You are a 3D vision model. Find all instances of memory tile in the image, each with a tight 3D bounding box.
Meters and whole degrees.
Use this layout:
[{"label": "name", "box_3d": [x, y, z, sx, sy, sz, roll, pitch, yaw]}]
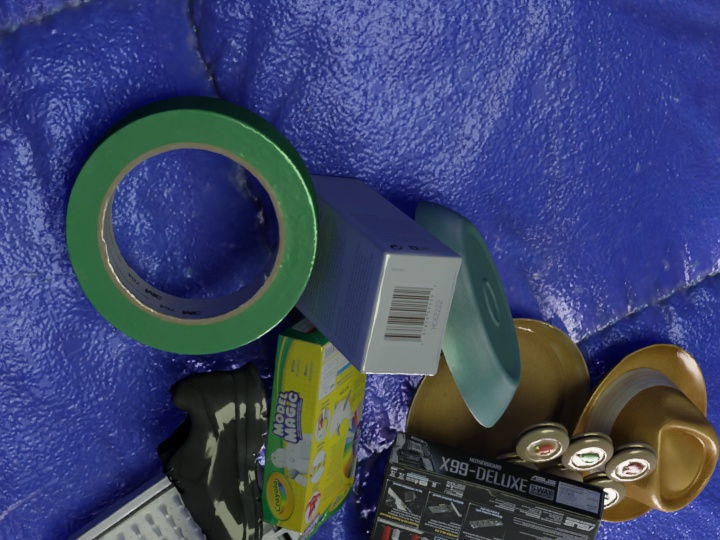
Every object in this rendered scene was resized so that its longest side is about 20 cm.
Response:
[{"label": "memory tile", "box_3d": [0.171, 0.213, 1.586, 0.152, 0.017, 0.200, 15, 134, -25]}]

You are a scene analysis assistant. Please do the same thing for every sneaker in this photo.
[{"label": "sneaker", "box_3d": [-0.126, 0.174, 1.420, 0.090, 0.076, 0.202, -2, 104, -13]}]

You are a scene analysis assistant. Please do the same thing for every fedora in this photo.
[{"label": "fedora", "box_3d": [0.289, 0.171, 1.640, 0.199, 0.082, 0.203, -17, 121, -31]}]

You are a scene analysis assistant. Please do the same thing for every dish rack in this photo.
[{"label": "dish rack", "box_3d": [-0.160, 0.248, 1.492, 0.199, 0.044, 0.173, -35, 122, -10]}]

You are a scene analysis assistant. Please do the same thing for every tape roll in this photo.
[{"label": "tape roll", "box_3d": [-0.132, -0.035, 1.340, 0.198, 0.048, 0.203, 0, 109, -1]}]

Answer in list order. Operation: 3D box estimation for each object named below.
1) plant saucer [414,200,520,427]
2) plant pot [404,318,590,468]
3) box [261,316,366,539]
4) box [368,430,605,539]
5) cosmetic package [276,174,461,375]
[{"label": "plant saucer", "box_3d": [0.097, 0.032, 1.439, 0.036, 0.201, 0.201, -17, 122, 15]}, {"label": "plant pot", "box_3d": [0.126, 0.134, 1.595, 0.198, 0.027, 0.202, -10, 114, -23]}, {"label": "box", "box_3d": [-0.038, 0.136, 1.468, 0.117, 0.048, 0.202, -33, 132, -62]}, {"label": "box", "box_3d": [0.108, 0.247, 1.543, 0.198, 0.050, 0.159, 14, 123, 4]}, {"label": "cosmetic package", "box_3d": [0.000, 0.000, 1.373, 0.071, 0.200, 0.102, 3, 110, -27]}]
